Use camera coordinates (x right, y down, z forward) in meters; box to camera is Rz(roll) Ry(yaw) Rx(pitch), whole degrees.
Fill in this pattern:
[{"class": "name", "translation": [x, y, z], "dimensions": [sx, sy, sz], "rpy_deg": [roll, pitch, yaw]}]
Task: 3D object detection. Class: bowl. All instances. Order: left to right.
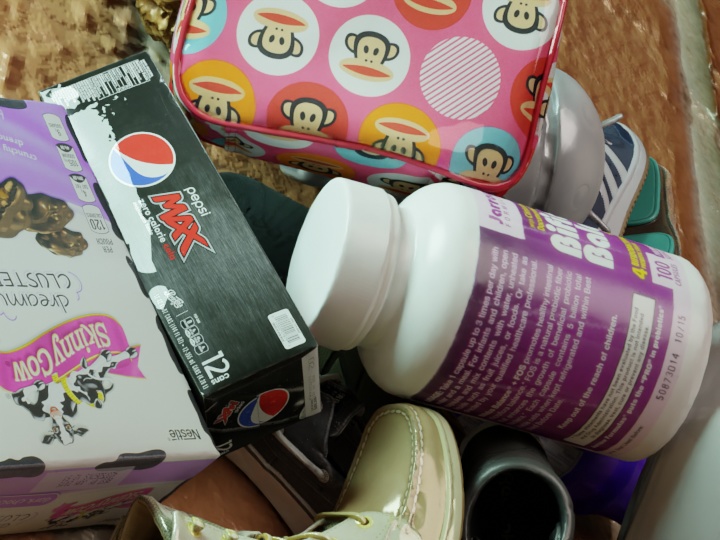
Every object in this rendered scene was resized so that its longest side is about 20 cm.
[{"class": "bowl", "translation": [0.190, 0.118, 1.249], "dimensions": [0.074, 0.201, 0.200], "rpy_deg": [22, 24, 7]}]

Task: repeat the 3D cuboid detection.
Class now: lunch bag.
[{"class": "lunch bag", "translation": [0.007, -0.136, 1.208], "dimensions": [0.199, 0.082, 0.177], "rpy_deg": [15, 81, -4]}]

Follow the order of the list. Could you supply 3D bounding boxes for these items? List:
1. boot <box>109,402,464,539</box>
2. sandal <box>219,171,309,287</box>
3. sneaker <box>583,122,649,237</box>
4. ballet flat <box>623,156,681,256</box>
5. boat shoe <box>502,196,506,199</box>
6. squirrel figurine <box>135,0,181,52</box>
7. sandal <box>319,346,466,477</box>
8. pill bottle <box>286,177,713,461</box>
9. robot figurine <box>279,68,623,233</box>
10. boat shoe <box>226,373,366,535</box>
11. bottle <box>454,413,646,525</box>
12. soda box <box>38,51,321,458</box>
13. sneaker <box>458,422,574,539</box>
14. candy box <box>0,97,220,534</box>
[{"class": "boot", "translation": [-0.038, 0.131, 1.082], "dimensions": [0.154, 0.072, 0.201], "rpy_deg": [30, 63, -28]}, {"class": "sandal", "translation": [-0.001, 0.000, 1.273], "dimensions": [0.200, 0.048, 0.076], "rpy_deg": [25, 45, -5]}, {"class": "sneaker", "translation": [0.130, -0.069, 1.563], "dimensions": [0.109, 0.070, 0.200], "rpy_deg": [45, 34, -16]}, {"class": "ballet flat", "translation": [0.194, -0.005, 1.593], "dimensions": [0.200, 0.068, 0.068], "rpy_deg": [-68, 148, -55]}, {"class": "boat shoe", "translation": [0.117, 0.015, 1.286], "dimensions": [0.200, 0.068, 0.074], "rpy_deg": [53, 19, -24]}, {"class": "squirrel figurine", "translation": [-0.031, -0.198, 1.342], "dimensions": [0.200, 0.186, 0.142], "rpy_deg": [-44, 123, -49]}, {"class": "sandal", "translation": [0.030, 0.091, 1.252], "dimensions": [0.200, 0.082, 0.055], "rpy_deg": [46, 21, -9]}, {"class": "pill bottle", "translation": [0.067, 0.020, 1.171], "dimensions": [0.199, 0.112, 0.113], "rpy_deg": [17, 42, -18]}, {"class": "robot figurine", "translation": [0.056, -0.070, 1.339], "dimensions": [0.199, 0.171, 0.113], "rpy_deg": [8, 8, -15]}, {"class": "boat shoe", "translation": [-0.028, 0.081, 1.192], "dimensions": [0.200, 0.068, 0.072], "rpy_deg": [53, 30, 0]}, {"class": "bottle", "translation": [0.108, 0.092, 1.368], "dimensions": [0.200, 0.065, 0.084], "rpy_deg": [34, 34, -28]}, {"class": "soda box", "translation": [-0.091, -0.010, 1.154], "dimensions": [0.063, 0.071, 0.200], "rpy_deg": [-23, 61, -13]}, {"class": "sneaker", "translation": [0.081, 0.178, 1.170], "dimensions": [0.099, 0.070, 0.201], "rpy_deg": [-6, 87, -87]}, {"class": "candy box", "translation": [-0.175, 0.019, 1.053], "dimensions": [0.167, 0.071, 0.201], "rpy_deg": [2, 56, -54]}]
